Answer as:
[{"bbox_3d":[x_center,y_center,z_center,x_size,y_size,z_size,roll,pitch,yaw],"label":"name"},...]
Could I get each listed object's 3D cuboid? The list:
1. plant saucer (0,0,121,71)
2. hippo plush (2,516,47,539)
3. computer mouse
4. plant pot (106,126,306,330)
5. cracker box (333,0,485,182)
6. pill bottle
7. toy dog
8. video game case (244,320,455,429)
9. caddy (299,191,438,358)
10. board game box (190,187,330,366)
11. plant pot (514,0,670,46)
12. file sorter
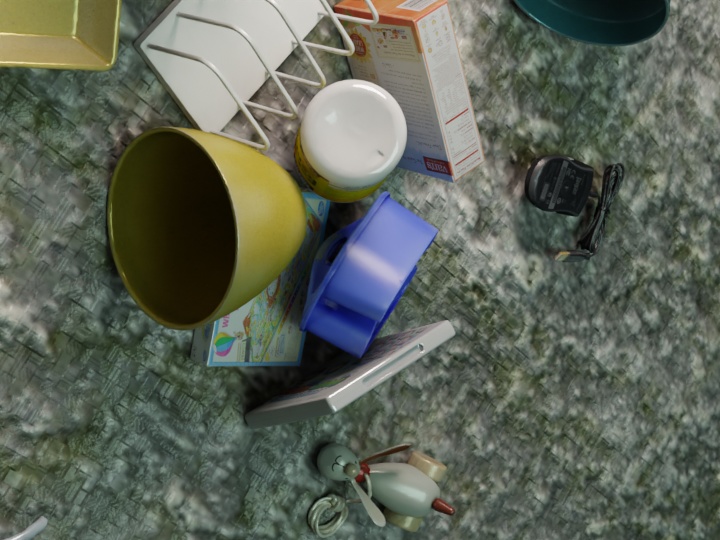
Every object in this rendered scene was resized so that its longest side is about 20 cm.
[{"bbox_3d":[-0.312,-0.289,1.450,0.200,0.048,0.201,-3,106,-41],"label":"plant saucer"},{"bbox_3d":[-0.408,0.289,1.474,0.200,0.159,0.161,-41,118,-1],"label":"hippo plush"},{"bbox_3d":[0.258,-0.082,2.042,0.200,0.046,0.141,2,107,-48],"label":"computer mouse"},{"bbox_3d":[-0.138,-0.049,1.589,0.142,0.200,0.201,-10,110,-45],"label":"plant pot"},{"bbox_3d":[0.055,-0.206,1.750,0.058,0.134,0.200,-34,125,-30],"label":"cracker box"},{"bbox_3d":[-0.014,-0.131,1.665,0.109,0.200,0.110,0,85,-5],"label":"pill bottle"},{"bbox_3d":[0.041,0.267,1.916,0.200,0.096,0.132,-2,105,-42],"label":"toy dog"},{"bbox_3d":[-0.014,0.117,1.756,0.182,0.200,0.024,-31,96,-31],"label":"video game case"},{"bbox_3d":[0.000,0.000,1.753,0.200,0.105,0.142,-55,175,-47],"label":"caddy"},{"bbox_3d":[-0.109,0.005,1.739,0.134,0.034,0.201,3,101,-43],"label":"board game box"},{"bbox_3d":[0.293,-0.402,1.874,0.200,0.200,0.188,42,61,-42],"label":"plant pot"},{"bbox_3d":[-0.097,-0.241,1.608,0.200,0.124,0.139,-51,131,-18],"label":"file sorter"}]
